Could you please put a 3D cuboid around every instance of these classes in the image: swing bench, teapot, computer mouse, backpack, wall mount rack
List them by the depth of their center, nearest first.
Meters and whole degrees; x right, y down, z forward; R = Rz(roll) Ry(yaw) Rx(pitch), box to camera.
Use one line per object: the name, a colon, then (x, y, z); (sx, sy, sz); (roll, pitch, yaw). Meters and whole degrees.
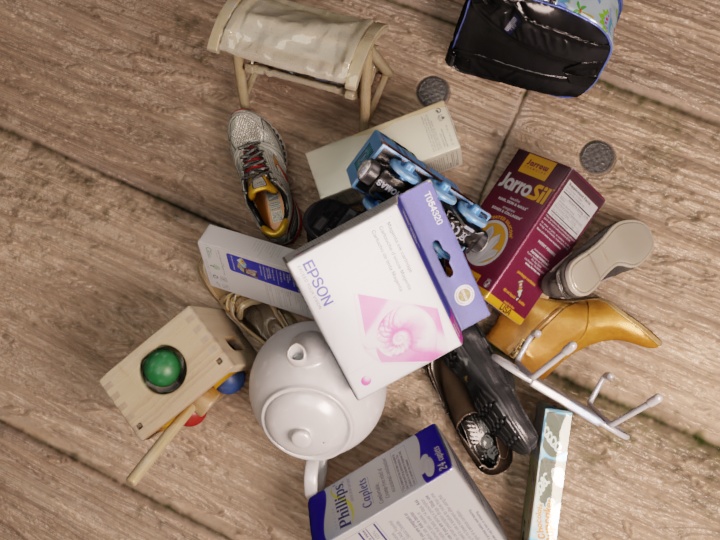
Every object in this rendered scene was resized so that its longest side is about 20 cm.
wall mount rack: (0.264, 0.133, 1.019); (0.200, 0.174, 0.075); (30, 93, -4)
computer mouse: (0.000, 0.000, 1.093); (0.199, 0.046, 0.141); (27, 59, 4)
teapot: (-0.062, 0.177, 1.094); (0.200, 0.146, 0.197); (41, 120, -16)
backpack: (0.236, -0.333, 1.110); (0.199, 0.183, 0.147); (20, 67, 0)
swing bench: (-0.071, -0.283, 1.129); (0.198, 0.200, 0.130); (18, 78, 9)

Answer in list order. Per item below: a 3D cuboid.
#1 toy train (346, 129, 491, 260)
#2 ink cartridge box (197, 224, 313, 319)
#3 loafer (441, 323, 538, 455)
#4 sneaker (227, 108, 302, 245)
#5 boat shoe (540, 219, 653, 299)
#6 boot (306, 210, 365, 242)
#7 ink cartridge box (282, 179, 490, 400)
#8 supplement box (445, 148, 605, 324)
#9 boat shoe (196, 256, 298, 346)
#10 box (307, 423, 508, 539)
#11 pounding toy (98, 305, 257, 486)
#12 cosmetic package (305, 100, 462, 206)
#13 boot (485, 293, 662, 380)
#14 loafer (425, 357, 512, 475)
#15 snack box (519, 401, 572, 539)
toy train: (0.076, -0.091, 1.067); (0.200, 0.114, 0.087); (29, 113, -23)
ink cartridge box: (-0.113, 0.008, 1.114); (0.199, 0.100, 0.039); (19, 55, 15)
loafer: (0.171, 0.141, 1.088); (0.070, 0.068, 0.201); (-24, 67, -23)
sneaker: (-0.134, -0.134, 1.184); (0.078, 0.082, 0.201); (-22, 89, 5)
boat shoe: (0.309, -0.016, 1.101); (0.200, 0.057, 0.067); (-26, 96, -37)
boot: (0.015, -0.004, 1.166); (0.199, 0.073, 0.151); (5, 87, 8)
ink cartridge box: (0.039, 0.024, 0.997); (0.200, 0.043, 0.197); (-29, 108, -4)
supplement box: (0.210, -0.046, 1.111); (0.200, 0.086, 0.110); (-56, 37, 0)
boat shoe: (-0.157, 0.043, 1.190); (0.200, 0.065, 0.071); (41, 91, 10)
box: (0.063, 0.330, 1.075); (0.200, 0.105, 0.184); (-31, 115, 4)
pounding toy: (-0.239, 0.160, 1.123); (0.184, 0.200, 0.142); (-39, 82, 3)
cosmetic package: (0.035, -0.153, 1.161); (0.199, 0.104, 0.073); (-19, 81, 5)
boot: (0.281, 0.094, 1.129); (0.201, 0.071, 0.144); (32, 96, 13)
loafer: (0.149, 0.180, 1.131); (0.073, 0.071, 0.200); (-29, 82, 5)
snack box: (0.237, 0.275, 1.088); (0.037, 0.116, 0.201); (8, 87, 8)
